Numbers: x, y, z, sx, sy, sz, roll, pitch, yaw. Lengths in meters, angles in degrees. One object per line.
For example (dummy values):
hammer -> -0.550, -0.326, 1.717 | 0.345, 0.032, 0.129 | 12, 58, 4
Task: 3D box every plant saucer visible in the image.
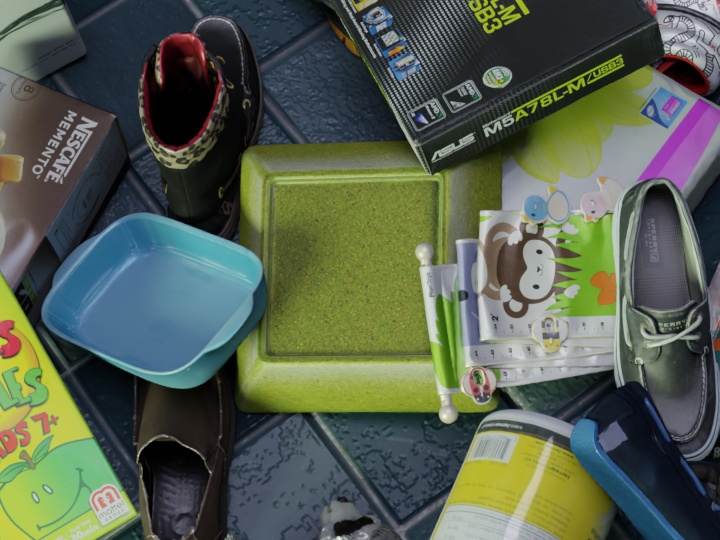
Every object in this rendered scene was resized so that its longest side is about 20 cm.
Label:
plant saucer -> 0.000, 0.000, 1.501 | 0.198, 0.048, 0.201 | -1, 80, 14

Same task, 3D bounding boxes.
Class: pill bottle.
pill bottle -> 0.097, 0.204, 1.406 | 0.111, 0.112, 0.201 | 20, 68, 13

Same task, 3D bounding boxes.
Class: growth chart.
growth chart -> 0.133, 0.015, 1.466 | 0.199, 0.018, 0.146 | -13, 87, -13

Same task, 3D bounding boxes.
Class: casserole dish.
casserole dish -> -0.145, 0.025, 1.504 | 0.199, 0.039, 0.121 | 20, 62, 42

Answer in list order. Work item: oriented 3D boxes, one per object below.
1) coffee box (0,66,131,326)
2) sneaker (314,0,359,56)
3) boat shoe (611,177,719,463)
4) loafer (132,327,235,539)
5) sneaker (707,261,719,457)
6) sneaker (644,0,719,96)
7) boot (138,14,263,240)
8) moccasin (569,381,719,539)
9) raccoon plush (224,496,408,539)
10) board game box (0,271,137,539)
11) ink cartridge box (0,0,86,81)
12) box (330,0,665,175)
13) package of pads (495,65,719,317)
coffee box -> -0.271, -0.039, 1.566 | 0.114, 0.080, 0.201 | 24, 69, 14
sneaker -> -0.032, -0.254, 1.653 | 0.200, 0.077, 0.078 | 40, 75, 21
boat shoe -> 0.205, 0.033, 1.428 | 0.072, 0.071, 0.201 | -10, 81, 1
loafer -> -0.125, 0.124, 1.482 | 0.073, 0.071, 0.201 | -9, 62, 0
sneaker -> 0.281, 0.043, 1.496 | 0.080, 0.071, 0.201 | 22, 76, 13
sneaker -> 0.211, -0.212, 1.620 | 0.201, 0.067, 0.108 | 30, 68, 14
boot -> -0.120, -0.131, 1.559 | 0.073, 0.151, 0.201 | 5, 65, 7
moccasin -> 0.222, 0.155, 1.386 | 0.068, 0.200, 0.080 | -49, 32, -14
raccoon plush -> -0.029, 0.257, 1.428 | 0.133, 0.097, 0.201 | 2, 94, -9
board game box -> -0.250, 0.109, 1.463 | 0.101, 0.048, 0.201 | -30, 96, -10
ink cartridge box -> -0.295, -0.248, 1.602 | 0.083, 0.200, 0.147 | -29, 65, -6
box -> 0.092, -0.188, 1.514 | 0.192, 0.048, 0.201 | -28, 53, 2
package of pads -> 0.167, -0.068, 1.554 | 0.154, 0.068, 0.200 | 32, 71, 17
